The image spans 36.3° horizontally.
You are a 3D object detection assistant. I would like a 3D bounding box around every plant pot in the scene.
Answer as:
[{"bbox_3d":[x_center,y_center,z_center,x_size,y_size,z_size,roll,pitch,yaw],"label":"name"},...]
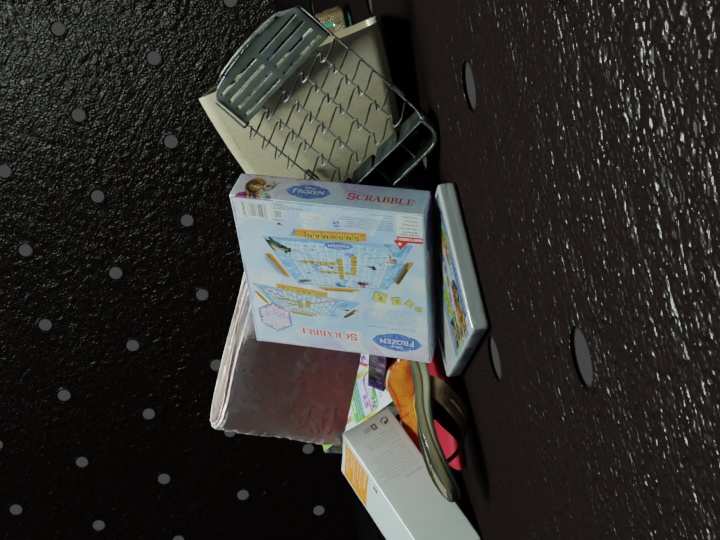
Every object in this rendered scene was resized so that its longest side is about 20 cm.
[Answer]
[{"bbox_3d":[-0.041,-0.157,1.218,0.200,0.198,0.179,-87,-25,-76],"label":"plant pot"}]

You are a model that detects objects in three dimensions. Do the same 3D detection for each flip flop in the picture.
[{"bbox_3d":[0.087,0.147,1.184,0.081,0.057,0.202,82,180,-59],"label":"flip flop"}]

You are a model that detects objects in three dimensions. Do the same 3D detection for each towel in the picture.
[{"bbox_3d":[-0.074,0.102,1.283,0.032,0.199,0.193,10,85,47],"label":"towel"}]

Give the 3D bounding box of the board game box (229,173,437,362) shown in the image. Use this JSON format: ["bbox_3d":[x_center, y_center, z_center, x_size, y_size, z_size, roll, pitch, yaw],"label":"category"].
[{"bbox_3d":[-0.022,0.000,1.128,0.041,0.198,0.201,-68,-20,-46],"label":"board game box"}]

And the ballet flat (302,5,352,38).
[{"bbox_3d":[-0.054,-0.353,1.634,0.200,0.065,0.071,176,84,-85],"label":"ballet flat"}]

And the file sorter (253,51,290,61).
[{"bbox_3d":[-0.186,-0.427,2.553,0.200,0.121,0.140,-151,50,-82],"label":"file sorter"}]

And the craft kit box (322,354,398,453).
[{"bbox_3d":[-0.005,0.134,1.600,0.197,0.048,0.202,-39,53,38],"label":"craft kit box"}]

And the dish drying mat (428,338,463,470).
[{"bbox_3d":[0.094,0.125,1.268,0.077,0.018,0.202,-126,27,-72],"label":"dish drying mat"}]

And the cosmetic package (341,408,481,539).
[{"bbox_3d":[0.056,0.279,1.320,0.200,0.071,0.102,52,157,30],"label":"cosmetic package"}]

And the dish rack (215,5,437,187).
[{"bbox_3d":[-0.040,-0.153,1.083,0.199,0.153,0.055,39,-154,-19],"label":"dish rack"}]

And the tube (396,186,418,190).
[{"bbox_3d":[0.019,-0.021,1.218,0.051,0.077,0.200,62,150,17],"label":"tube"}]

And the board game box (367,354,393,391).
[{"bbox_3d":[0.041,0.058,1.321,0.200,0.032,0.121,90,-155,-66],"label":"board game box"}]

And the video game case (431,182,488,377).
[{"bbox_3d":[0.090,0.016,1.099,0.200,0.018,0.145,96,163,-72],"label":"video game case"}]

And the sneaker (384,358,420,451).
[{"bbox_3d":[0.079,0.175,1.350,0.077,0.073,0.202,39,149,48],"label":"sneaker"}]
